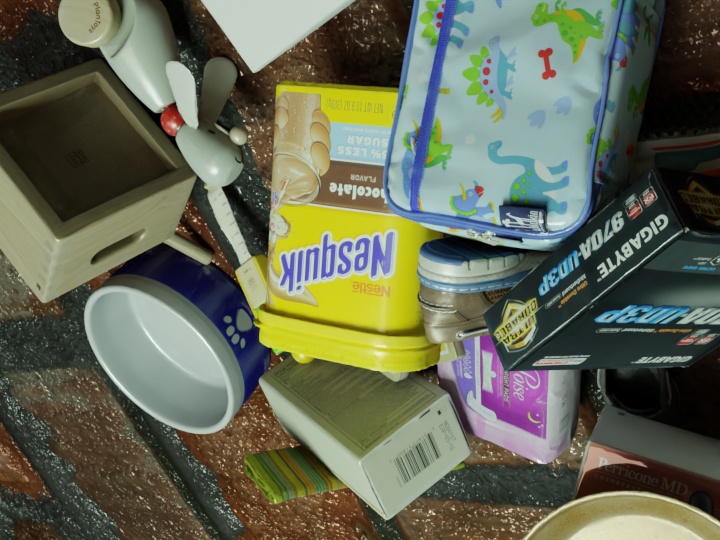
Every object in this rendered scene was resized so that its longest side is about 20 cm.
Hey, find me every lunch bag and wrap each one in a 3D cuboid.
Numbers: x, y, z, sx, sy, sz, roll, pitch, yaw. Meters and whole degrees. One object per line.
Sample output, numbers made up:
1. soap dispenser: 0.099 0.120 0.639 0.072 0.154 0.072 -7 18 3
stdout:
1. lunch bag: 0.099 -0.116 0.692 0.159 0.082 0.203 12 90 33

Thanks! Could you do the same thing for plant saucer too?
1. plant saucer: 0.198 0.248 0.762 0.197 0.035 0.203 3 100 19

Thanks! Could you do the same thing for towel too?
1. towel: -0.006 0.186 1.026 0.086 0.197 0.018 -146 55 -60

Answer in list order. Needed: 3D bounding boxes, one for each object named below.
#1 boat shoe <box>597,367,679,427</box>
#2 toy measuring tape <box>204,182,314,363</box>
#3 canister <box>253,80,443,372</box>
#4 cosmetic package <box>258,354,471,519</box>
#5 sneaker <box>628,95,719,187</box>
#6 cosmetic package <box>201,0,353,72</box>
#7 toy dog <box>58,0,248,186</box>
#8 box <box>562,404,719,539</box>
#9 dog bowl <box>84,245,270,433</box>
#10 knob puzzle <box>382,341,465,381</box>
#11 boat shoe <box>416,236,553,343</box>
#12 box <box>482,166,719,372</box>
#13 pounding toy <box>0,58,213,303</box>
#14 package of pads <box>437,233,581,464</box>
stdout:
1. boat shoe: 0.218 0.082 0.868 0.066 0.057 0.202 9 130 30
2. toy measuring tape: -0.084 -0.007 1.036 0.073 0.073 0.202 -31 81 48
3. canister: -0.004 -0.038 0.820 0.147 0.086 0.203 9 100 29
4. cosmetic package: 0.000 0.132 0.988 0.199 0.103 0.074 28 147 57
5. sneaker: 0.173 -0.060 0.757 0.198 0.070 0.094 -3 119 35
6. cosmetic package: -0.014 -0.230 0.737 0.199 0.108 0.085 -24 109 45
7. toy dog: -0.153 -0.177 0.901 0.096 0.132 0.200 -41 106 17
8. box: 0.229 0.229 0.824 0.150 0.106 0.203 15 103 18
9. dog bowl: -0.198 0.076 1.165 0.198 0.079 0.202 21 136 21
10. knob puzzle: 0.000 0.000 0.923 0.219 0.030 0.223 33 130 49
11. boat shoe: 0.122 0.011 0.763 0.072 0.197 0.073 36 125 56
12. box: 0.200 0.007 0.689 0.159 0.198 0.046 -45 55 40
13. pounding toy: -0.250 -0.073 1.017 0.185 0.199 0.143 49 141 12
14. package of pads: 0.126 0.057 0.903 0.119 0.076 0.202 20 134 29
